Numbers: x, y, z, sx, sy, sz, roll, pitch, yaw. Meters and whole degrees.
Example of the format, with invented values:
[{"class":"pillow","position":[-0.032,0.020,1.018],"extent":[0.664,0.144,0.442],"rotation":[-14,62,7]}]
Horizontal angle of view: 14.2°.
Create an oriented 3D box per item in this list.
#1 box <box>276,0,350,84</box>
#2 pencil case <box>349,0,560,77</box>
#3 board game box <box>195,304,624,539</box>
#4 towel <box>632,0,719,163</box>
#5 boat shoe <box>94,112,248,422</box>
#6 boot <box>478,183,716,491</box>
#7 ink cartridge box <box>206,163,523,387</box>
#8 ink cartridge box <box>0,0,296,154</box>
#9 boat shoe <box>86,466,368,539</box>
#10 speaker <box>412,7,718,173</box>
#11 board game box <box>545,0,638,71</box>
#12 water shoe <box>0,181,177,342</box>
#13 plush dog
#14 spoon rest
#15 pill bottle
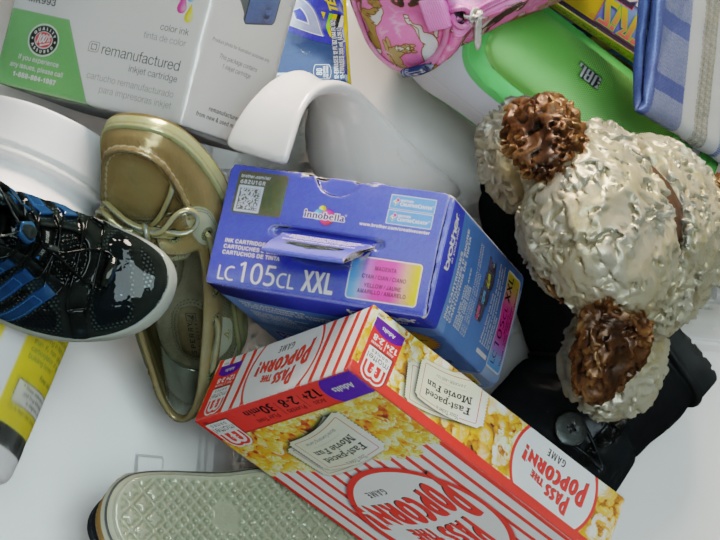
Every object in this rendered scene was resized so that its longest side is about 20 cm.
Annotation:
[{"class":"box","position":[-0.048,-0.201,1.744],"extent":[0.064,0.070,0.202],"rotation":[-2,82,-13]},{"class":"pencil case","position":[0.086,-0.180,1.695],"extent":[0.199,0.083,0.087],"rotation":[-27,75,-38]},{"class":"board game box","position":[0.028,0.107,1.647],"extent":[0.200,0.151,0.047],"rotation":[37,58,-23]},{"class":"towel","position":[0.218,-0.138,1.763],"extent":[0.200,0.024,0.148],"rotation":[22,71,-55]},{"class":"boat shoe","position":[-0.110,-0.002,1.647],"extent":[0.073,0.201,0.063],"rotation":[7,47,15]},{"class":"boot","position":[0.102,0.059,1.751],"extent":[0.200,0.076,0.168],"rotation":[48,69,-11]},{"class":"ink cartridge box","position":[0.000,0.000,1.648],"extent":[0.135,0.200,0.077],"rotation":[8,76,19]},{"class":"ink cartridge box","position":[-0.111,-0.184,1.668],"extent":[0.145,0.087,0.201],"rotation":[15,88,32]},{"class":"boat shoe","position":[-0.070,0.152,1.699],"extent":[0.199,0.062,0.075],"rotation":[7,75,-30]},{"class":"speaker","position":[0.121,-0.102,1.777],"extent":[0.200,0.088,0.089],"rotation":[36,74,-8]},{"class":"board game box","position":[0.143,-0.235,1.819],"extent":[0.199,0.057,0.166],"rotation":[33,77,-9]},{"class":"water shoe","position":[-0.194,-0.011,1.559],"extent":[0.199,0.079,0.072],"rotation":[14,78,-10]},{"class":"plush dog","position":[0.145,-0.021,1.624],"extent":[0.160,0.172,0.201],"rotation":[-23,87,23]},{"class":"spoon rest","position":[-0.007,-0.072,1.687],"extent":[0.099,0.200,0.061],"rotation":[18,88,26]},{"class":"pill bottle","position":[-0.214,0.010,1.651],"extent":[0.114,0.114,0.201],"rotation":[25,76,-11]}]
